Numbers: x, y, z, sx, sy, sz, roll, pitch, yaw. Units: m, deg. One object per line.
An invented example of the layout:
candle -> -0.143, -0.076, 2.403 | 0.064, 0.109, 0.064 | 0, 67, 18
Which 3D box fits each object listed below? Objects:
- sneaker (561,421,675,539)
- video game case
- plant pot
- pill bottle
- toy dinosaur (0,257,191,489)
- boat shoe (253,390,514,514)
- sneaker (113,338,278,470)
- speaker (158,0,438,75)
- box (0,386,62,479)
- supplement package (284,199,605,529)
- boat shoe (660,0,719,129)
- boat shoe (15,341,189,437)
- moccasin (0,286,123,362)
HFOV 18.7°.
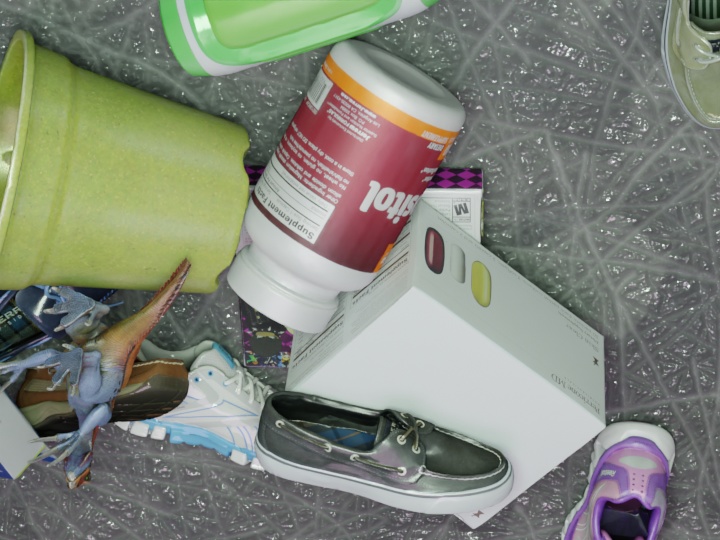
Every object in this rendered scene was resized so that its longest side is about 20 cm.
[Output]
sneaker -> 0.217, 0.226, 1.854 | 0.080, 0.089, 0.201 | 7, 128, -1
video game case -> 0.000, 0.000, 1.742 | 0.198, 0.036, 0.182 | 1, 126, 5
plant pot -> -0.185, -0.063, 1.636 | 0.183, 0.201, 0.201 | 10, 127, -17
pill bottle -> -0.015, -0.060, 1.620 | 0.112, 0.113, 0.201 | 26, 106, -13
toy dinosaur -> -0.194, 0.095, 1.637 | 0.198, 0.106, 0.182 | -14, 152, 4
boat shoe -> 0.018, 0.134, 1.638 | 0.198, 0.069, 0.057 | 8, 130, 3
sneaker -> -0.108, 0.104, 1.809 | 0.198, 0.075, 0.087 | 12, 121, -3
speaker -> -0.041, -0.202, 1.569 | 0.199, 0.089, 0.089 | -16, 123, 16
box -> -0.339, 0.095, 1.764 | 0.121, 0.048, 0.201 | 4, 135, 48
supplement package -> 0.068, 0.075, 1.700 | 0.199, 0.111, 0.156 | 35, 123, -21
boat shoe -> 0.249, -0.180, 1.569 | 0.071, 0.062, 0.201 | -5, 126, 9
boat shoe -> -0.217, 0.087, 1.771 | 0.075, 0.075, 0.199 | 10, 162, -44
moccasin -> -0.248, 0.030, 1.768 | 0.200, 0.068, 0.080 | -37, 115, 27
